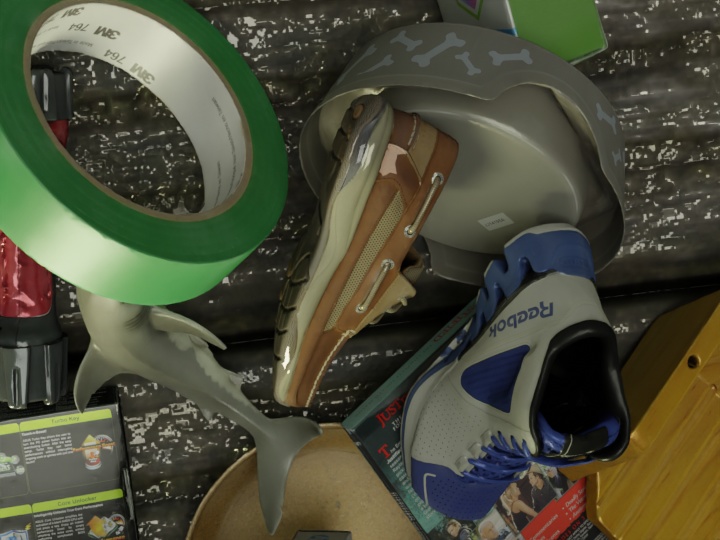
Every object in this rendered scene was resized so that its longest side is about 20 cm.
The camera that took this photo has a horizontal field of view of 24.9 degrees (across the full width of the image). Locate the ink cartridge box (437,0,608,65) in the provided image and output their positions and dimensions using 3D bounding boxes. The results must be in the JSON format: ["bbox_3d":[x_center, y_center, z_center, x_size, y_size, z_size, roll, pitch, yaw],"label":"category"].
[{"bbox_3d":[0.074,-0.218,0.962,0.059,0.104,0.202,-21,105,-16],"label":"ink cartridge box"}]

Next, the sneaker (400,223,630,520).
[{"bbox_3d":[0.091,0.084,0.940,0.080,0.116,0.201,7,126,-24],"label":"sneaker"}]

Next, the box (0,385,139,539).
[{"bbox_3d":[-0.237,0.183,1.029,0.197,0.048,0.196,-9,102,-8],"label":"box"}]

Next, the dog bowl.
[{"bbox_3d":[0.065,-0.067,0.962,0.198,0.200,0.059,28,61,-14],"label":"dog bowl"}]

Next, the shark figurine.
[{"bbox_3d":[-0.125,0.066,0.994,0.090,0.128,0.215,-49,124,-11],"label":"shark figurine"}]

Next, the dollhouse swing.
[{"bbox_3d":[0.275,0.128,1.029,0.200,0.175,0.182,43,72,-16],"label":"dollhouse swing"}]

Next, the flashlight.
[{"bbox_3d":[-0.203,-0.021,0.976,0.067,0.067,0.203,-6,100,-43],"label":"flashlight"}]

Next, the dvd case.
[{"bbox_3d":[0.094,0.127,1.060,0.146,0.022,0.201,-42,113,-15],"label":"dvd case"}]

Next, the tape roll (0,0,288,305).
[{"bbox_3d":[-0.134,-0.079,0.917,0.200,0.201,0.048,39,130,-16],"label":"tape roll"}]

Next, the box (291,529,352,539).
[{"bbox_3d":[-0.039,0.265,0.965,0.041,0.200,0.158,-1,103,11],"label":"box"}]

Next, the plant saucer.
[{"bbox_3d":[-0.021,0.192,1.074,0.197,0.035,0.203,-2,103,-10],"label":"plant saucer"}]

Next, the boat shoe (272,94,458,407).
[{"bbox_3d":[0.000,0.000,0.918,0.071,0.076,0.201,15,124,-11],"label":"boat shoe"}]
